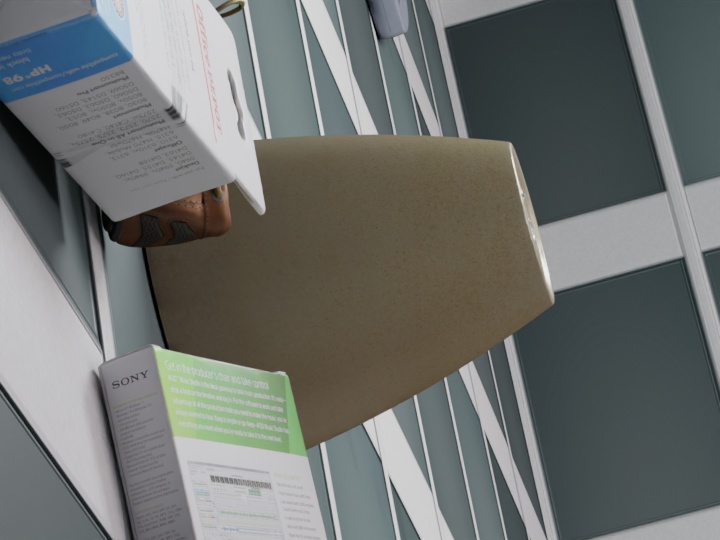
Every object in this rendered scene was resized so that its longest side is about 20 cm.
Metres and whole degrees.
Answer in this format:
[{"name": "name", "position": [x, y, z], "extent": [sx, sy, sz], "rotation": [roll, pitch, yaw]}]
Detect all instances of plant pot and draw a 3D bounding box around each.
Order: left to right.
[{"name": "plant pot", "position": [0.000, 0.000, 1.562], "extent": [0.187, 0.199, 0.188], "rotation": [-15, 90, -83]}]

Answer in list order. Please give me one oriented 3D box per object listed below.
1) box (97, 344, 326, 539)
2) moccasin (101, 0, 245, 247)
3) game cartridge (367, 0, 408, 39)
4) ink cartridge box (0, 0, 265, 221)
[{"name": "box", "position": [-0.057, 0.141, 1.334], "extent": [0.144, 0.036, 0.201], "rotation": [18, 57, -64]}, {"name": "moccasin", "position": [-0.098, -0.107, 1.430], "extent": [0.074, 0.077, 0.202], "rotation": [110, -25, -53]}, {"name": "game cartridge", "position": [0.023, -0.347, 3.287], "extent": [0.200, 0.041, 0.134], "rotation": [-89, 160, -67]}, {"name": "ink cartridge box", "position": [-0.116, -0.104, 1.302], "extent": [0.200, 0.066, 0.116], "rotation": [52, 22, -57]}]
